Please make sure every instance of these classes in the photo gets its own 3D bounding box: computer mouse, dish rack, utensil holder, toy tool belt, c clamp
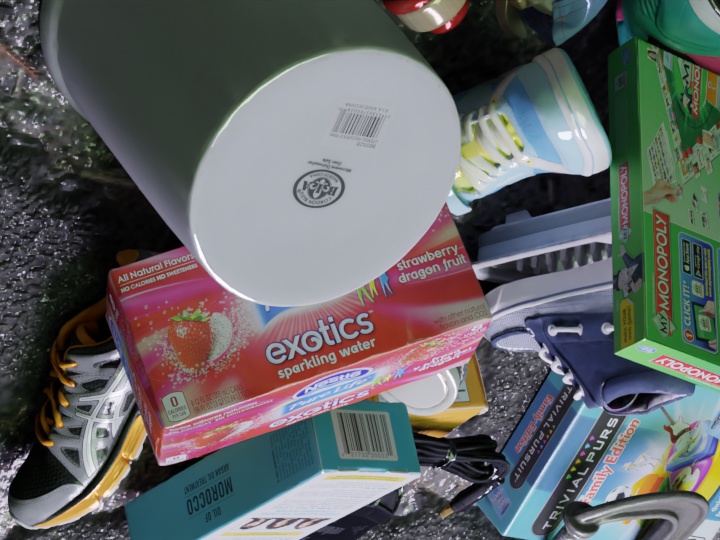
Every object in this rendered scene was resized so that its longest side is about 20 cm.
[{"bbox_3d":[0.004,0.152,1.614,0.140,0.046,0.200,9,140,-42],"label":"computer mouse"},{"bbox_3d":[0.182,-0.018,1.545,0.171,0.200,0.044,10,75,-35],"label":"dish rack"},{"bbox_3d":[-0.060,-0.098,1.299,0.170,0.200,0.170,-17,131,-20],"label":"utensil holder"},{"bbox_3d":[0.120,-0.187,1.400,0.200,0.125,0.123,-43,126,5],"label":"toy tool belt"},{"bbox_3d":[0.152,0.210,1.723,0.170,0.027,0.200,4,144,-28],"label":"c clamp"}]

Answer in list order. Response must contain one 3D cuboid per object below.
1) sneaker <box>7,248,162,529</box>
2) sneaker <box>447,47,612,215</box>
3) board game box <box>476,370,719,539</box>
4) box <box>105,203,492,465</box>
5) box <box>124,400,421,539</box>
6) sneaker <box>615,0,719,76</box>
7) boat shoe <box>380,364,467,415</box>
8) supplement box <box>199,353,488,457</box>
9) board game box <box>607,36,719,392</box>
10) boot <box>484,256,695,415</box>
[{"bbox_3d":[-0.159,0.068,1.460,0.077,0.078,0.200,31,100,-29],"label":"sneaker"},{"bbox_3d":[0.071,-0.070,1.425,0.130,0.200,0.080,-25,92,-5],"label":"sneaker"},{"bbox_3d":[0.201,0.132,1.741,0.200,0.047,0.151,13,115,-38],"label":"board game box"},{"bbox_3d":[-0.038,0.027,1.373,0.200,0.100,0.096,-18,164,-12],"label":"box"},{"bbox_3d":[-0.058,0.138,1.510,0.082,0.049,0.200,6,153,-40],"label":"box"},{"bbox_3d":[0.228,-0.140,1.503,0.200,0.121,0.084,26,67,-40],"label":"sneaker"},{"bbox_3d":[0.000,0.000,1.489,0.075,0.062,0.200,-32,110,33],"label":"boat shoe"},{"bbox_3d":[-0.021,0.076,1.536,0.200,0.069,0.067,1,157,-32],"label":"supplement box"},{"bbox_3d":[0.206,-0.026,1.420,0.134,0.200,0.029,20,148,-30],"label":"board game box"},{"bbox_3d":[0.139,0.050,1.536,0.073,0.200,0.091,9,74,-28],"label":"boot"}]
